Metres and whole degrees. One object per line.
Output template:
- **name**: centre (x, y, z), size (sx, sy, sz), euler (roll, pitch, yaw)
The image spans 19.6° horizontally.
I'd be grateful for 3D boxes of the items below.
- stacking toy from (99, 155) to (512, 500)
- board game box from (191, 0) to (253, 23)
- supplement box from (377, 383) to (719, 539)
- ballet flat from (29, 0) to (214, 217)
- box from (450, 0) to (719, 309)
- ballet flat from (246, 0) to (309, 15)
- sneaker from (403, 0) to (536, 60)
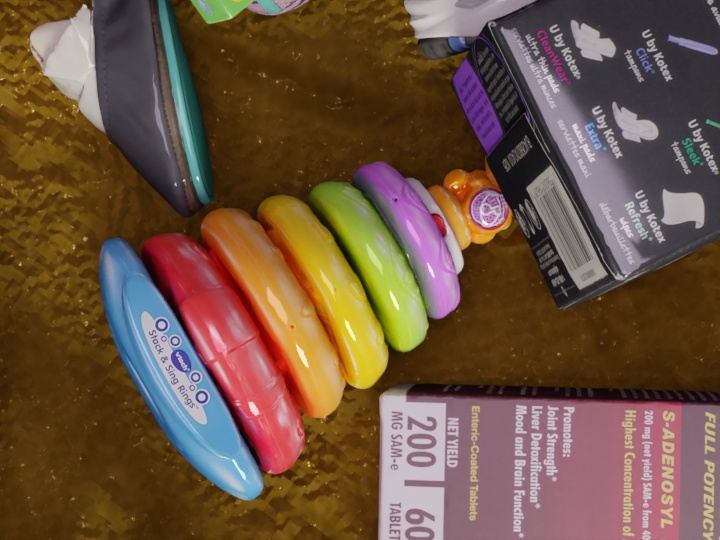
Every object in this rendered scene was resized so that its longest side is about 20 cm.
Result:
- **stacking toy**: centre (0.000, 0.000, 0.844), size (0.200, 0.110, 0.116), euler (-29, 89, -9)
- **board game box**: centre (-0.021, -0.210, 0.810), size (0.200, 0.029, 0.135), euler (-42, 108, -18)
- **supplement box**: centre (0.108, 0.103, 0.842), size (0.200, 0.061, 0.109), euler (1, 90, 5)
- **ballet flat**: centre (-0.104, -0.116, 0.858), size (0.073, 0.073, 0.200), euler (-8, 82, 6)
- **box**: centre (0.149, -0.078, 0.788), size (0.200, 0.122, 0.106), euler (-26, 87, -6)
- **ballet flat**: centre (-0.050, -0.205, 0.850), size (0.069, 0.071, 0.200), euler (-9, 89, 7)
- **sneaker**: centre (0.101, -0.158, 0.832), size (0.200, 0.076, 0.077), euler (-26, 92, 4)
